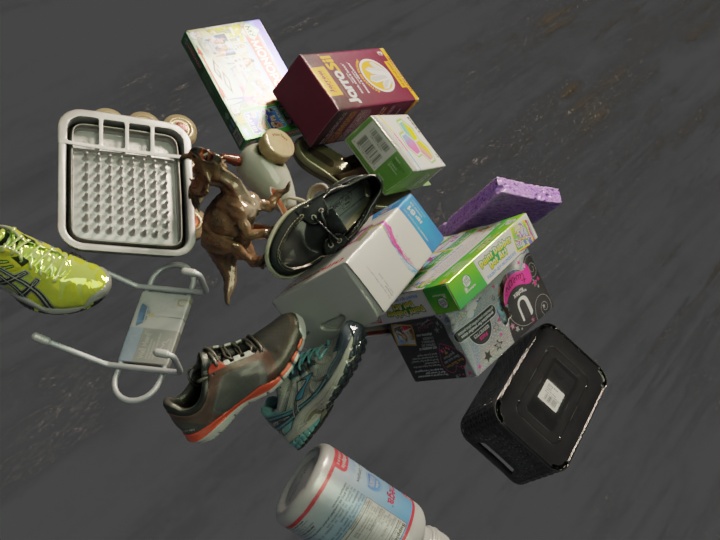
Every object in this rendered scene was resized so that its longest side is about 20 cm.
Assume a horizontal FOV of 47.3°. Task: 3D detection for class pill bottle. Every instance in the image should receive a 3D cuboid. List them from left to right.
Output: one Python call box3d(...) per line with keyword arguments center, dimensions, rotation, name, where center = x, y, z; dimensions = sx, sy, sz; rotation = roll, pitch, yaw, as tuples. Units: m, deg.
box3d(center=(0.006, 0.306, 0.996), dimensions=(0.200, 0.109, 0.109), rotation=(35, 54, -9), name="pill bottle")

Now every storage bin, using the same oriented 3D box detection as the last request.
box3d(center=(0.254, 0.192, 1.199), dimensions=(0.135, 0.094, 0.200), rotation=(42, 53, -3), name="storage bin")

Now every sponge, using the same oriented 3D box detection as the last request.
box3d(center=(0.198, -0.076, 1.239), dimensions=(0.111, 0.200, 0.030), rotation=(6, 65, -25), name="sponge")

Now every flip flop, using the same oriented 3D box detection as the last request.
box3d(center=(-0.008, -0.152, 1.248), dimensions=(0.200, 0.058, 0.081), rotation=(31, 38, -7), name="flip flop")

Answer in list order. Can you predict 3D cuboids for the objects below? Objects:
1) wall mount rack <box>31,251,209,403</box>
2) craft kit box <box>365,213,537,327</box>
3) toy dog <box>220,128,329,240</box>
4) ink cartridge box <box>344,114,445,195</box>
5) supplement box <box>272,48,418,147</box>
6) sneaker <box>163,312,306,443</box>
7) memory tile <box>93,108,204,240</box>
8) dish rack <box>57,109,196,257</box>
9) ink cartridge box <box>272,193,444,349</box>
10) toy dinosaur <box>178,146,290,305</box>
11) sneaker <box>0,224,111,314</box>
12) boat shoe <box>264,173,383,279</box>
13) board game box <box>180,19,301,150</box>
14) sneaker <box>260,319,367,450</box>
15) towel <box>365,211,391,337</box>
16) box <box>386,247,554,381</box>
box3d(center=(-0.284, 0.054, 0.997), dimensions=(0.174, 0.075, 0.200), rotation=(5, 57, 10), name="wall mount rack")
box3d(center=(0.113, 0.001, 1.134), dimensions=(0.200, 0.197, 0.049), rotation=(-38, 102, -38), name="craft kit box")
box3d(center=(-0.130, -0.103, 1.129), dimensions=(0.096, 0.132, 0.200), rotation=(-7, 47, -38), name="toy dog")
box3d(center=(0.066, -0.180, 1.257), dimensions=(0.104, 0.059, 0.200), rotation=(54, 25, 7), name="ink cartridge box")
box3d(center=(-0.020, -0.269, 1.267), dimensions=(0.200, 0.086, 0.110), rotation=(-21, 73, -47), name="supplement box")
box3d(center=(-0.150, 0.115, 0.979), dimensions=(0.200, 0.077, 0.082), rotation=(-46, 122, -10), name="sneaker")
box3d(center=(-0.289, -0.132, 1.120), dimensions=(0.153, 0.017, 0.200), rotation=(1, 66, -28), name="memory tile")
box3d(center=(-0.304, -0.105, 1.061), dimensions=(0.171, 0.044, 0.200), rotation=(4, 64, -28), name="dish rack")
box3d(center=(0.000, 0.000, 1.072), dimensions=(0.085, 0.144, 0.200), rotation=(53, 40, -10), name="ink cartridge box")
box3d(center=(-0.173, -0.064, 1.049), dimensions=(0.135, 0.200, 0.086), rotation=(16, 24, -2), name="toy dinosaur")
box3d(center=(-0.387, -0.007, 0.944), dimensions=(0.200, 0.076, 0.075), rotation=(14, 57, -7), name="sneaker")
box3d(center=(-0.037, -0.061, 1.024), dimensions=(0.199, 0.066, 0.075), rotation=(-38, 104, -38), name="boat shoe")
box3d(center=(-0.169, -0.287, 1.257), dimensions=(0.134, 0.029, 0.200), rotation=(-22, 77, -34), name="board game box")
box3d(center=(-0.064, 0.132, 1.001), dimensions=(0.086, 0.200, 0.078), rotation=(34, 28, 6), name="sneaker")
box3d(center=(0.012, 0.002, 1.211), dimensions=(0.144, 0.023, 0.200), rotation=(-5, 69, -32), name="towel")
box3d(center=(0.158, 0.060, 1.177), dimensions=(0.200, 0.132, 0.115), rotation=(-36, 103, -37), name="box")
